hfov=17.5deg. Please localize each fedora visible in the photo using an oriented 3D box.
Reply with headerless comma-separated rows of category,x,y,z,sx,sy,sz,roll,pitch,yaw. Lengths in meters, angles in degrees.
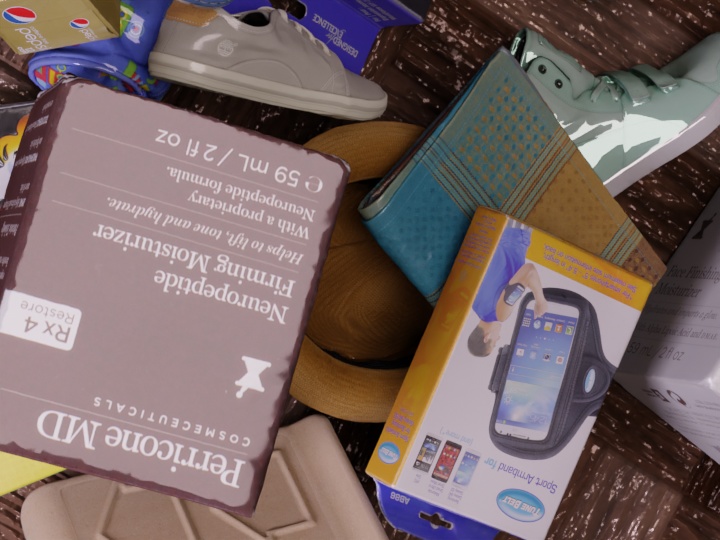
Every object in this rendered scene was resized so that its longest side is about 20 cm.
fedora,0.000,0.000,1.470,0.200,0.082,0.201,-1,93,-28

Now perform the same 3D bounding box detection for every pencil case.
pencil case,-0.127,-0.187,1.401,0.087,0.078,0.201,16,74,15

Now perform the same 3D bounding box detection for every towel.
towel,0.098,-0.018,1.464,0.147,0.022,0.200,-50,118,-18

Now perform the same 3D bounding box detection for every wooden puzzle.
wooden puzzle,-0.084,0.184,1.393,0.199,0.185,0.046,-16,137,-15

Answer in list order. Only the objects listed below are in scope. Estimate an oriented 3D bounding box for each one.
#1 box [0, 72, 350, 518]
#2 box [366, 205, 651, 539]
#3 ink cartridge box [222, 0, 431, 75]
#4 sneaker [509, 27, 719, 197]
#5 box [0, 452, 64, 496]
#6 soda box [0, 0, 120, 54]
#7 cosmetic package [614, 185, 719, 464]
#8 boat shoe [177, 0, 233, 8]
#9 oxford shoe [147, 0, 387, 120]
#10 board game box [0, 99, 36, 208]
box,-0.122,0.014,1.296,0.165,0.164,0.201,16,86,-14
box,0.087,0.075,1.426,0.119,0.041,0.201,23,88,-29
ink cartridge box,-0.012,-0.230,1.429,0.198,0.043,0.201,26,83,-51
sneaker,0.163,-0.124,1.523,0.200,0.074,0.118,-37,110,-12
box,-0.197,0.063,1.387,0.199,0.048,0.118,-22,99,-14
soda box,-0.178,-0.230,1.355,0.068,0.064,0.201,-8,66,15
cosmetic package,0.300,0.035,1.533,0.165,0.165,0.200,38,79,-16
boat shoe,-0.124,-0.235,1.292,0.200,0.072,0.072,50,50,-8
oxford shoe,-0.047,-0.126,1.401,0.200,0.075,0.058,9,93,-52
board game box,-0.195,-0.003,1.427,0.126,0.035,0.201,-10,96,-18
